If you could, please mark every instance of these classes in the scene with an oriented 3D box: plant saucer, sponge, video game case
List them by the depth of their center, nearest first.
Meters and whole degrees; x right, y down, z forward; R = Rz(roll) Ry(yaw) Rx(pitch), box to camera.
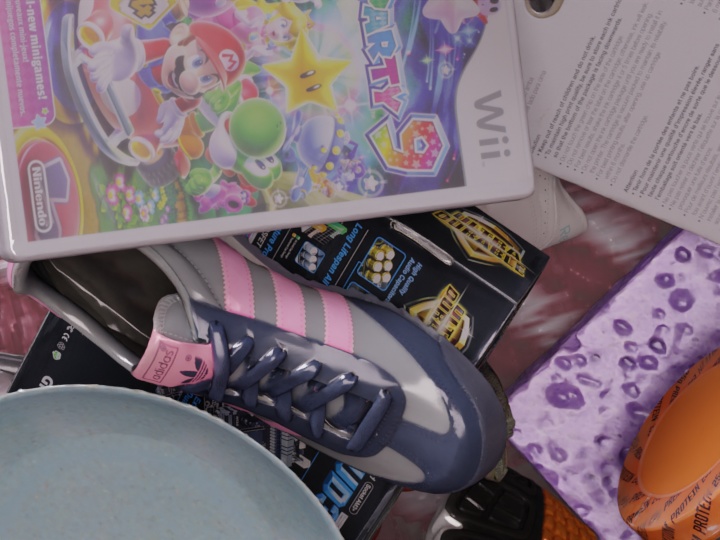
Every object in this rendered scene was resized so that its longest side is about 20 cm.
[{"bbox_3d":[-0.039,-0.086,0.998,0.199,0.018,0.144,-7,91,-19],"label":"video game case"},{"bbox_3d":[-0.092,0.124,1.074,0.200,0.039,0.202,4,118,8],"label":"plant saucer"},{"bbox_3d":[0.161,0.033,1.184,0.200,0.030,0.112,-44,93,0],"label":"sponge"}]

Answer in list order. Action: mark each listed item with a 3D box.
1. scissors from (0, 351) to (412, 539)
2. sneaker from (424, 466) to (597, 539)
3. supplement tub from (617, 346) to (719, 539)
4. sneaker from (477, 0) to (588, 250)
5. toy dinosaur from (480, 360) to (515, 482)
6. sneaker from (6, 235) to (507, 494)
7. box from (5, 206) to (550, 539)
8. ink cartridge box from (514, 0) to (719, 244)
[{"bbox_3d":[-0.065,0.055,1.186,0.200,0.014,0.073,29,94,-2],"label":"scissors"},{"bbox_3d":[0.032,0.158,1.113,0.076,0.200,0.092,37,127,-2],"label":"sneaker"},{"bbox_3d":[0.207,0.122,1.124,0.200,0.123,0.123,38,91,-19],"label":"supplement tub"},{"bbox_3d":[0.057,-0.105,1.161,0.088,0.075,0.201,-5,95,-19],"label":"sneaker"},{"bbox_3d":[0.000,0.000,1.146,0.047,0.088,0.200,-44,92,-1],"label":"toy dinosaur"},{"bbox_3d":[-0.043,0.033,1.027,0.200,0.082,0.070,29,120,9],"label":"sneaker"},{"bbox_3d":[-0.041,0.032,1.101,0.159,0.046,0.200,34,122,6],"label":"box"},{"bbox_3d":[0.147,-0.101,1.065,0.200,0.043,0.197,23,130,-1],"label":"ink cartridge box"}]
